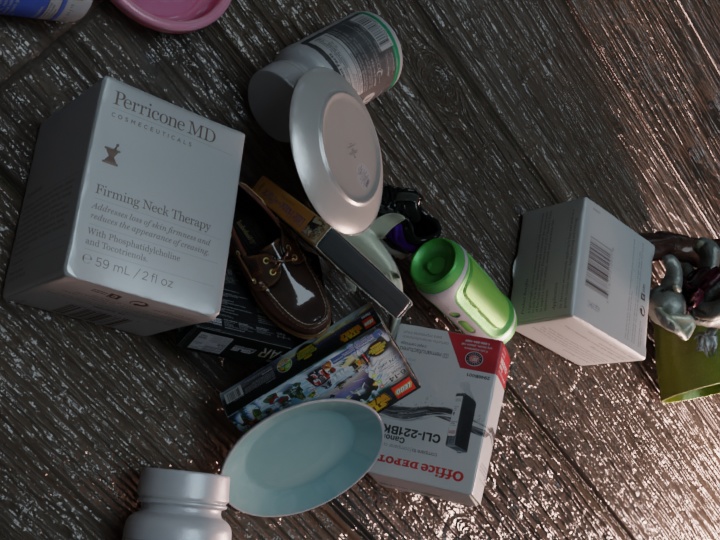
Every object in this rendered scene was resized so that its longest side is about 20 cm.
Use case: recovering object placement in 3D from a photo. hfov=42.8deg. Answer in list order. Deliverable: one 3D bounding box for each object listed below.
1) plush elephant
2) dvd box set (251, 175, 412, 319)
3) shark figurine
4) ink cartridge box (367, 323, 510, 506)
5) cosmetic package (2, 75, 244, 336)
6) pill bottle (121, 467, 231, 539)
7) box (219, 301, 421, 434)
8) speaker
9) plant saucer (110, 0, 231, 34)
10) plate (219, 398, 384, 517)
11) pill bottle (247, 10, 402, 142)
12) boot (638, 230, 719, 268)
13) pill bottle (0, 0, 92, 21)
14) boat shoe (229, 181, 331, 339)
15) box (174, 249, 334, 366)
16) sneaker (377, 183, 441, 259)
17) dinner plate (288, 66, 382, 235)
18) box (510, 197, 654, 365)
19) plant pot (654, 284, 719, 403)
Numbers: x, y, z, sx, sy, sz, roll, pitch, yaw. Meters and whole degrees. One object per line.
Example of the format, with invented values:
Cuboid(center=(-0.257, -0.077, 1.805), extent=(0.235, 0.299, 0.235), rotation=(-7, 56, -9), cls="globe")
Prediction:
Cuboid(center=(0.530, 0.036, 1.490), extent=(0.153, 0.165, 0.202), rotation=(7, 103, -17), cls="plush elephant")
Cuboid(center=(-0.037, -0.029, 1.045), extent=(0.029, 0.200, 0.146), rotation=(-49, 125, -2), cls="dvd box set")
Cuboid(center=(0.019, 0.011, 1.212), extent=(0.127, 0.089, 0.216), rotation=(-25, 90, -7), cls="shark figurine")
Cuboid(center=(0.101, 0.185, 1.181), extent=(0.084, 0.143, 0.202), rotation=(55, 47, -64), cls="ink cartridge box")
Cuboid(center=(-0.240, -0.056, 0.938), extent=(0.166, 0.166, 0.202), rotation=(19, 69, -36), cls="cosmetic package")
Cuboid(center=(-0.193, 0.310, 0.943), extent=(0.113, 0.113, 0.202), rotation=(18, 71, -37), cls="pill bottle")
Cuboid(center=(-0.042, 0.137, 1.047), extent=(0.199, 0.040, 0.137), rotation=(-32, 136, 1), cls="box")
Cuboid(center=(0.146, 0.035, 1.279), extent=(0.200, 0.088, 0.089), rotation=(43, 56, -46), cls="speaker")
Cuboid(center=(-0.240, -0.372, 1.076), extent=(0.199, 0.051, 0.203), rotation=(8, 77, -39), cls="plant saucer")
Cuboid(center=(-0.068, 0.210, 1.051), extent=(0.199, 0.201, 0.026), rotation=(15, 31, -38), cls="plate")
Cuboid(center=(-0.044, -0.248, 1.178), extent=(0.200, 0.113, 0.114), rotation=(-38, 106, -38), cls="pill bottle")
Cuboid(center=(0.551, -0.030, 1.609), extent=(0.199, 0.186, 0.065), rotation=(-1, 102, -43), cls="boot")
Cuboid(center=(-0.373, -0.314, 0.910), extent=(0.199, 0.112, 0.113), rotation=(-6, 85, -42), cls="pill bottle")
Cuboid(center=(-0.101, -0.014, 1.007), extent=(0.070, 0.070, 0.200), rotation=(-35, 74, -21), cls="boat shoe")
Cuboid(center=(-0.123, 0.030, 1.058), extent=(0.199, 0.044, 0.161), rotation=(17, 44, -38), cls="box")
Cuboid(center=(0.032, -0.091, 1.220), extent=(0.199, 0.099, 0.070), rotation=(32, 60, -32), cls="sneaker")
Cuboid(center=(-0.018, -0.142, 1.078), extent=(0.200, 0.024, 0.202), rotation=(22, 63, -56), cls="dinner plate")
Cuboid(center=(0.352, 0.023, 1.453), extent=(0.199, 0.130, 0.201), rotation=(27, 65, -35), cls="box")
Cuboid(center=(0.601, 0.114, 1.633), extent=(0.186, 0.187, 0.202), rotation=(3, 68, -40), cls="plant pot")
